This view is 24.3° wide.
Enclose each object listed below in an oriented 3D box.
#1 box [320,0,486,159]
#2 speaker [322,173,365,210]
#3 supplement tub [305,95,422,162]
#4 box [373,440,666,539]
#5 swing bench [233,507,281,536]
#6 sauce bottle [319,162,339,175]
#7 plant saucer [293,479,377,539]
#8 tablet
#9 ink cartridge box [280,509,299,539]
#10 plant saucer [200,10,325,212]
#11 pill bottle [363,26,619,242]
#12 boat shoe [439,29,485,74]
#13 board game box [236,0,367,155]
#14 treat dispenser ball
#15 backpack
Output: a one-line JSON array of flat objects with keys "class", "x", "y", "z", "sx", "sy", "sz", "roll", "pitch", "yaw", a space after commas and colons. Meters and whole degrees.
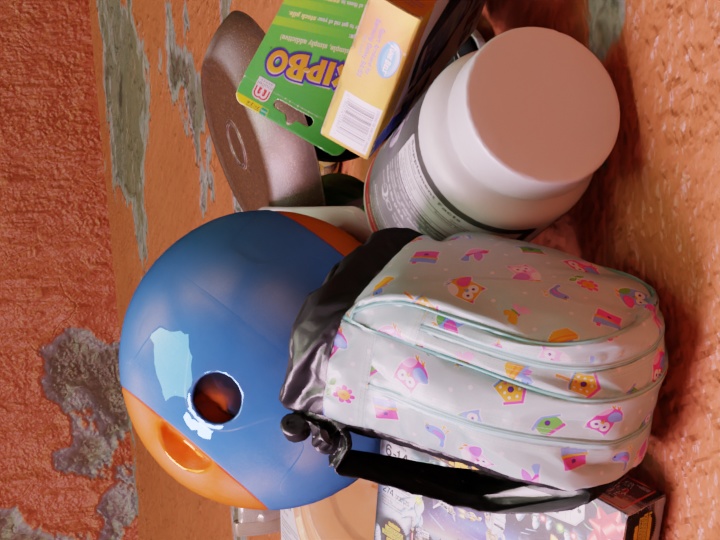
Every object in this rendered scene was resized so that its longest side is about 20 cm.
[{"class": "box", "x": 0.048, "y": -0.172, "z": 1.080, "sx": 0.200, "sy": 0.041, "sz": 0.119, "roll": -50, "pitch": -12, "yaw": -43}, {"class": "speaker", "x": -0.001, "y": -0.032, "z": 1.376, "sx": 0.200, "sy": 0.088, "sz": 0.089, "roll": -151, "pitch": 59, "yaw": -71}, {"class": "supplement tub", "x": -0.011, "y": -0.156, "z": 1.316, "sx": 0.200, "sy": 0.122, "sz": 0.123, "roll": 149, "pitch": 116, "yaw": -72}, {"class": "box", "x": 0.091, "y": 0.161, "z": 1.030, "sx": 0.200, "sy": 0.040, "sz": 0.138, "roll": 25, "pitch": 121, "yaw": 41}, {"class": "swing bench", "x": -0.094, "y": 0.130, "z": 1.675, "sx": 0.200, "sy": 0.129, "sz": 0.200, "roll": -142, "pitch": 51, "yaw": -62}, {"class": "sauce bottle", "x": -0.049, "y": -0.113, "z": 1.571, "sx": 0.065, "sy": 0.064, "sz": 0.201, "roll": -121, "pitch": 30, "yaw": -58}, {"class": "plant saucer", "x": 0.032, "y": 0.140, "z": 1.172, "sx": 0.199, "sy": 0.032, "sz": 0.201, "roll": -14, "pitch": 64, "yaw": 31}, {"class": "tablet", "x": 0.000, "y": 0.000, "z": 1.221, "sx": 0.130, "sy": 0.014, "sz": 0.200, "roll": 45, "pitch": 166, "yaw": -18}, {"class": "ink cartridge box", "x": -0.019, "y": 0.169, "z": 1.487, "sx": 0.145, "sy": 0.083, "sz": 0.201, "roll": -151, "pitch": 58, "yaw": -71}, {"class": "plant saucer", "x": -0.085, "y": -0.105, "z": 1.332, "sx": 0.200, "sy": 0.036, "sz": 0.201, "roll": 160, "pitch": 90, "yaw": -74}, {"class": "pill bottle", "x": 0.079, "y": -0.069, "z": 1.037, "sx": 0.200, "sy": 0.113, "sz": 0.115, "roll": 134, "pitch": 130, "yaw": -68}, {"class": "boat shoe", "x": 0.059, "y": -0.073, "z": 1.201, "sx": 0.076, "sy": 0.060, "sz": 0.201, "roll": -140, "pitch": 48, "yaw": -68}, {"class": "board game box", "x": -0.003, "y": -0.187, "z": 1.187, "sx": 0.201, "sy": 0.095, "sz": 0.030, "roll": -61, "pitch": -15, "yaw": 2}, {"class": "treat dispenser ball", "x": -0.062, "y": 0.059, "z": 1.122, "sx": 0.201, "sy": 0.200, "sz": 0.202, "roll": 176, "pitch": 90, "yaw": -74}, {"class": "backpack", "x": 0.073, "y": 0.051, "z": 0.950, "sx": 0.167, "sy": 0.199, "sz": 0.127, "roll": -45, "pitch": -35, "yaw": -49}]
